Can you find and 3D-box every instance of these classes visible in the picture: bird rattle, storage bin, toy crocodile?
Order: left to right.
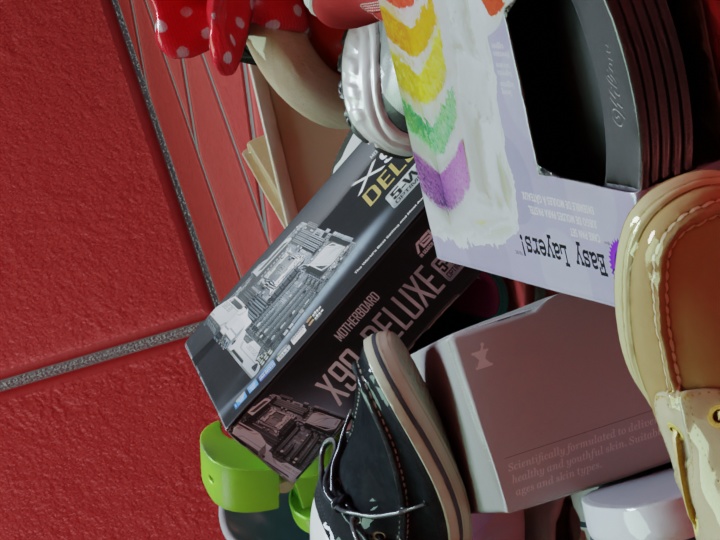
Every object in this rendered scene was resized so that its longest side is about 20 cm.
[{"bbox_3d":[-0.043,-0.155,1.789,0.199,0.093,0.201,-124,19,-67],"label":"storage bin"},{"bbox_3d":[-0.023,-0.150,1.440,0.163,0.112,0.200,53,-144,-20],"label":"bird rattle"},{"bbox_3d":[0.010,0.086,1.490,0.062,0.199,0.068,-112,3,-45],"label":"toy crocodile"}]

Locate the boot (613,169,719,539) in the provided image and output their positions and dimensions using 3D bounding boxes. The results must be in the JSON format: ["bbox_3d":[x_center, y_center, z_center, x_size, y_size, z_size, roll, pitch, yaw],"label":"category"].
[{"bbox_3d":[0.149,0.077,0.914,0.156,0.073,0.201,-120,14,-64],"label":"boot"}]

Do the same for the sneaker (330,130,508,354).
[{"bbox_3d":[0.034,-0.011,1.590,0.120,0.084,0.201,-3,68,45],"label":"sneaker"}]

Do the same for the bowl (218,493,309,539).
[{"bbox_3d":[0.026,0.132,1.614,0.105,0.200,0.201,56,-179,-25],"label":"bowl"}]

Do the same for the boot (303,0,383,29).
[{"bbox_3d":[0.041,-0.100,1.255,0.200,0.072,0.145,-19,89,66],"label":"boot"}]

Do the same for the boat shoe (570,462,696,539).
[{"bbox_3d":[0.130,0.128,1.168,0.202,0.074,0.086,136,118,-84],"label":"boat shoe"}]

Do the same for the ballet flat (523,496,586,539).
[{"bbox_3d":[0.127,0.195,1.404,0.069,0.069,0.201,101,156,-74],"label":"ballet flat"}]

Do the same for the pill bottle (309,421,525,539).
[{"bbox_3d":[0.029,0.156,1.435,0.200,0.112,0.112,92,161,-49],"label":"pill bottle"}]

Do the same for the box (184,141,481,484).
[{"bbox_3d":[0.000,0.000,1.430,0.050,0.200,0.158,40,-176,-19],"label":"box"}]

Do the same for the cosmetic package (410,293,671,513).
[{"bbox_3d":[0.085,0.057,1.239,0.200,0.106,0.091,159,94,-84],"label":"cosmetic package"}]

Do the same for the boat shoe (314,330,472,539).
[{"bbox_3d":[0.012,0.102,1.241,0.200,0.062,0.075,83,168,-53],"label":"boat shoe"}]

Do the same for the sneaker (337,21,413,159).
[{"bbox_3d":[0.029,-0.160,1.383,0.079,0.074,0.201,-24,69,44],"label":"sneaker"}]

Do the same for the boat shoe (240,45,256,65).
[{"bbox_3d":[-0.031,-0.150,1.593,0.200,0.075,0.074,11,-89,-72],"label":"boat shoe"}]

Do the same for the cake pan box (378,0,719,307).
[{"bbox_3d":[0.073,-0.083,1.078,0.200,0.052,0.185,19,127,63],"label":"cake pan box"}]
